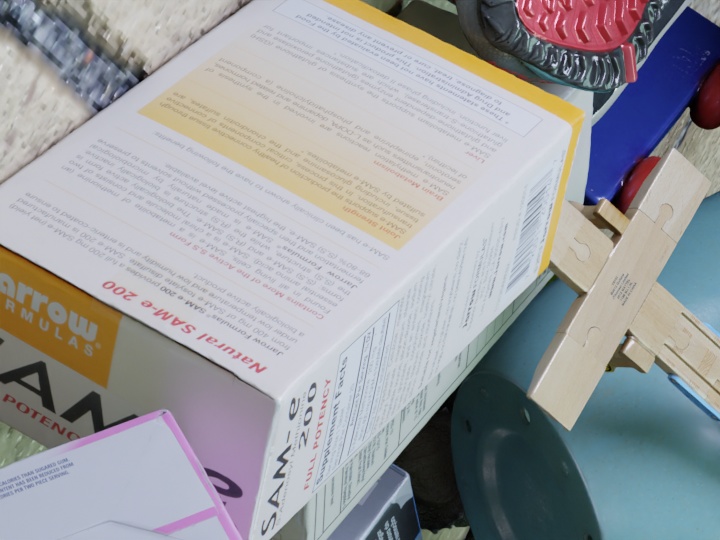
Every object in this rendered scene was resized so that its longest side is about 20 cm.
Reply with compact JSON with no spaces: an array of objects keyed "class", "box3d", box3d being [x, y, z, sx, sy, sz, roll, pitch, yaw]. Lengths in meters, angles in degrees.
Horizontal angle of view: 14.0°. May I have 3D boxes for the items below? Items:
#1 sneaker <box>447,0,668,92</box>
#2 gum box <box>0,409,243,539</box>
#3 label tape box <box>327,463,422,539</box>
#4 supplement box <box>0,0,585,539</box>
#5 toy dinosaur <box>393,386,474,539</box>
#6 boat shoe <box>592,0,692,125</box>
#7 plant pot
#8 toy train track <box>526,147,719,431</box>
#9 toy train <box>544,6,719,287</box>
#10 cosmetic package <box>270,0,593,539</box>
[{"class":"sneaker","box3d":[0.063,-0.111,1.107,0.200,0.095,0.080,-43,120,-63]},{"class":"gum box","box3d":[-0.133,0.131,0.862,0.200,0.066,0.114,-19,141,-18]},{"class":"label tape box","box3d":[-0.049,0.181,1.239,0.200,0.066,0.143,-55,158,-23]},{"class":"supplement box","box3d":[-0.030,-0.008,0.973,0.200,0.126,0.074,-41,152,-45]},{"class":"toy dinosaur","box3d":[0.059,0.074,1.361,0.200,0.077,0.102,-42,165,-36]},{"class":"boat shoe","box3d":[0.120,-0.149,1.241,0.200,0.072,0.068,-58,163,-10]},{"class":"plant pot","box3d":[0.136,0.077,1.250,0.161,0.201,0.201,-20,140,-23]},{"class":"toy train track","box3d":[0.120,0.032,1.127,0.200,0.033,0.115,40,70,-24]},{"class":"toy train","box3d":[0.086,-0.029,1.310,0.200,0.085,0.116,-50,169,-33]},{"class":"cosmetic package","box3d":[0.000,0.000,1.108,0.200,0.087,0.104,-46,151,-37]}]
